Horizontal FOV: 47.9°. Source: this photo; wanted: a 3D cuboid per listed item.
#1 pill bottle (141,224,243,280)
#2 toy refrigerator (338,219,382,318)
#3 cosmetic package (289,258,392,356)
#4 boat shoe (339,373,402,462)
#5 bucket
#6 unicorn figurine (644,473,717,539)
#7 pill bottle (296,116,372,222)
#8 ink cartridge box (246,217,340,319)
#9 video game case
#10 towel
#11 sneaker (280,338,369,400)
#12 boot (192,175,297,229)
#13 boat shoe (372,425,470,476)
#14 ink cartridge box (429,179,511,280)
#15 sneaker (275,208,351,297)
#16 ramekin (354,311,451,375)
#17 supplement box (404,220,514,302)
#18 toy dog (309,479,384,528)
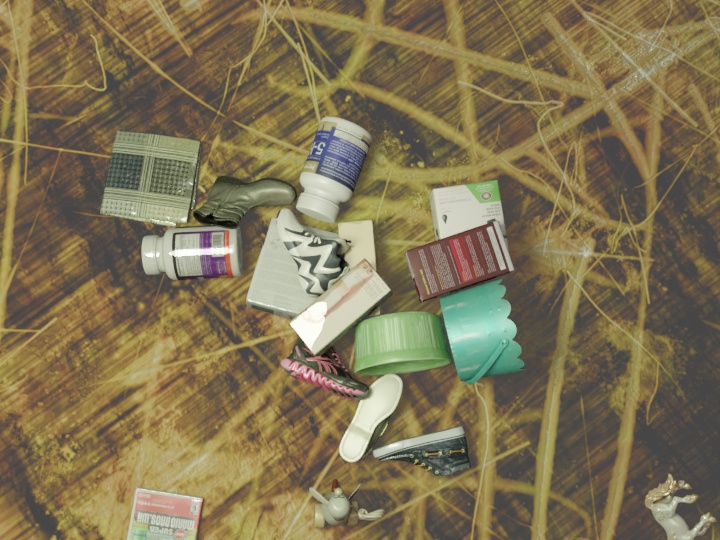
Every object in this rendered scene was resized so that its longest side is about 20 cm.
[{"bbox_3d":[-0.350,-0.037,1.697,0.198,0.111,0.113,-3,84,-1],"label":"pill bottle"},{"bbox_3d":[0.000,0.000,1.723,0.075,0.070,0.202,-6,83,5],"label":"toy refrigerator"},{"bbox_3d":[-0.037,0.075,1.631,0.200,0.103,0.087,-40,83,-2],"label":"cosmetic package"},{"bbox_3d":[0.025,0.307,1.692,0.072,0.060,0.203,30,83,17],"label":"boat shoe"},{"bbox_3d":[0.246,0.126,1.649,0.133,0.207,0.209,-14,84,7],"label":"bucket"},{"bbox_3d":[0.664,0.534,1.678,0.137,0.074,0.201,-37,71,5],"label":"unicorn figurine"},{"bbox_3d":[-0.061,-0.211,1.718,0.119,0.120,0.202,20,83,1],"label":"pill bottle"},{"bbox_3d":[-0.142,0.003,1.740,0.161,0.057,0.202,14,63,1],"label":"ink cartridge box"},{"bbox_3d":[-0.412,0.562,1.675,0.141,0.017,0.202,9,84,0],"label":"video game case"},{"bbox_3d":[-0.450,-0.200,1.759,0.198,0.035,0.195,8,81,2],"label":"towel"},{"bbox_3d":[-0.065,0.201,1.686,0.198,0.079,0.096,22,68,16],"label":"sneaker"},{"bbox_3d":[-0.240,-0.131,1.693,0.198,0.068,0.131,5,45,14],"label":"boot"},{"bbox_3d":[0.130,0.388,1.677,0.198,0.071,0.092,-12,80,-4],"label":"boat shoe"},{"bbox_3d":[0.234,-0.078,1.725,0.145,0.084,0.202,-9,84,-1],"label":"ink cartridge box"},{"bbox_3d":[-0.086,-0.058,1.677,0.129,0.079,0.201,-27,71,13],"label":"sneaker"},{"bbox_3d":[0.081,0.149,1.646,0.198,0.200,0.099,-6,76,-2],"label":"ramekin"},{"bbox_3d":[0.199,-0.017,1.647,0.198,0.061,0.110,-18,84,-1],"label":"supplement box"},{"bbox_3d":[-0.043,0.458,1.624,0.131,0.200,0.097,7,65,-25],"label":"toy dog"}]
